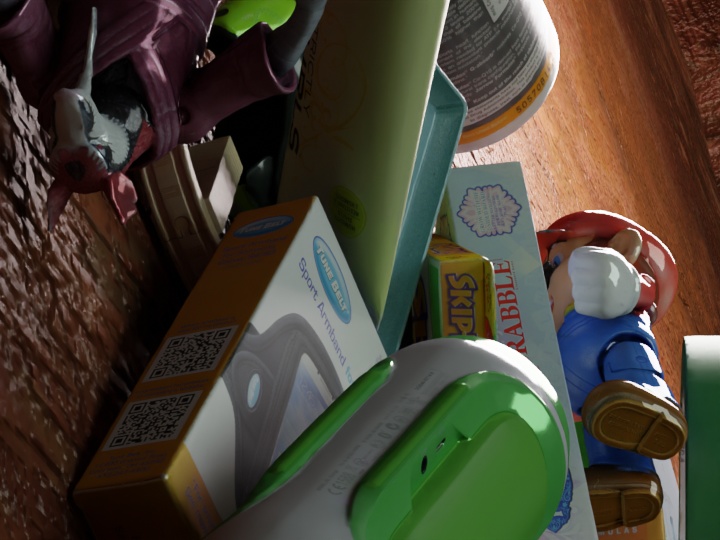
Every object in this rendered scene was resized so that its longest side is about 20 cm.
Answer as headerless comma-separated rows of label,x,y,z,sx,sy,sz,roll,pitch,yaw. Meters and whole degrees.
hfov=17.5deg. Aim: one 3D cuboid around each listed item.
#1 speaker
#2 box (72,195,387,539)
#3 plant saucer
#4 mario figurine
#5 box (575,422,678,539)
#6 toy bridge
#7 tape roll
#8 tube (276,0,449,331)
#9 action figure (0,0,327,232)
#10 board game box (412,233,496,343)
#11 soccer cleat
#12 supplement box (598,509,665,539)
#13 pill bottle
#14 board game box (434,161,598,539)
speaker,0.004,0.089,0.751,0.200,0.088,0.089,-41,114,-61
box,-0.029,0.064,0.836,0.120,0.041,0.200,66,29,-26
plant saucer,0.000,0.000,0.965,0.070,0.019,0.201,47,54,-51
mario figurine,0.102,0.039,1.164,0.106,0.123,0.200,42,22,-24
box,0.128,0.138,1.343,0.177,0.096,0.201,49,27,-60
toy bridge,-0.064,-0.031,0.919,0.067,0.027,0.201,-78,149,-62
tape roll,0.186,0.133,1.182,0.200,0.048,0.202,0,90,-83
tube,0.004,-0.081,0.876,0.058,0.052,0.201,-75,177,-62
action figure,-0.084,-0.100,0.815,0.149,0.133,0.201,130,-24,-65
board game box,0.035,0.035,1.062,0.200,0.030,0.096,-153,-121,-78
soccer cleat,-0.028,-0.025,1.003,0.081,0.067,0.201,-33,116,-47
supplement box,0.123,0.213,1.180,0.069,0.066,0.202,140,-55,-83
pill bottle,0.028,-0.163,1.265,0.200,0.116,0.117,58,20,-50
board game box,0.066,0.086,1.122,0.200,0.041,0.201,95,-12,-58
